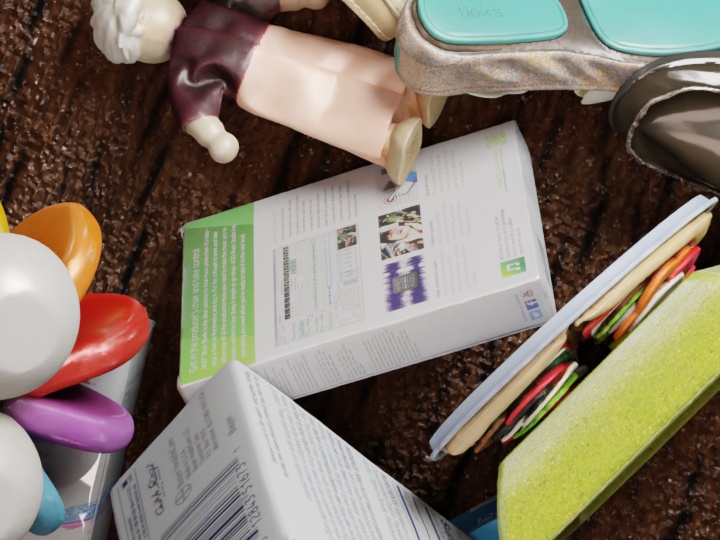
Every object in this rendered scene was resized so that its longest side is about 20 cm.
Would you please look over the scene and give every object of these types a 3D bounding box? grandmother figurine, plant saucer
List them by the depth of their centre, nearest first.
[{"bbox_3d":[0.148,0.064,1.282,0.048,0.200,0.200,45,102,9],"label":"plant saucer"},{"bbox_3d":[-0.058,-0.109,1.345,0.200,0.121,0.061,23,145,11],"label":"grandmother figurine"}]

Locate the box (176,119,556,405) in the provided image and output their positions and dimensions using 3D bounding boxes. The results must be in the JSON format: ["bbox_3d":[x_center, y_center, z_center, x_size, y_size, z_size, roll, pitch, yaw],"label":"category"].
[{"bbox_3d":[0.000,0.000,1.319,0.200,0.144,0.036,-16,127,10],"label":"box"}]

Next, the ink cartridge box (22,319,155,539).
[{"bbox_3d":[-0.209,0.109,1.392,0.144,0.085,0.200,15,102,4],"label":"ink cartridge box"}]

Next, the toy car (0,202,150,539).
[{"bbox_3d":[-0.184,0.055,1.274,0.150,0.175,0.200,8,101,-31],"label":"toy car"}]

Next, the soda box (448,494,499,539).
[{"bbox_3d":[0.014,0.204,1.387,0.200,0.064,0.068,-30,94,12],"label":"soda box"}]

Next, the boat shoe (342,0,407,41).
[{"bbox_3d":[-0.049,-0.189,1.331,0.069,0.074,0.200,-45,82,9],"label":"boat shoe"}]

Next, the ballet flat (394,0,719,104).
[{"bbox_3d":[0.109,-0.120,1.316,0.200,0.068,0.067,1,144,-17],"label":"ballet flat"}]

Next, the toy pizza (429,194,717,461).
[{"bbox_3d":[0.116,0.037,1.277,0.200,0.200,0.032,-44,83,12],"label":"toy pizza"}]

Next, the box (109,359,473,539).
[{"bbox_3d":[-0.013,0.171,1.230,0.200,0.184,0.105,38,102,-24],"label":"box"}]

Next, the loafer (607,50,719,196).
[{"bbox_3d":[0.227,-0.056,1.289,0.200,0.071,0.073,15,132,-6],"label":"loafer"}]
